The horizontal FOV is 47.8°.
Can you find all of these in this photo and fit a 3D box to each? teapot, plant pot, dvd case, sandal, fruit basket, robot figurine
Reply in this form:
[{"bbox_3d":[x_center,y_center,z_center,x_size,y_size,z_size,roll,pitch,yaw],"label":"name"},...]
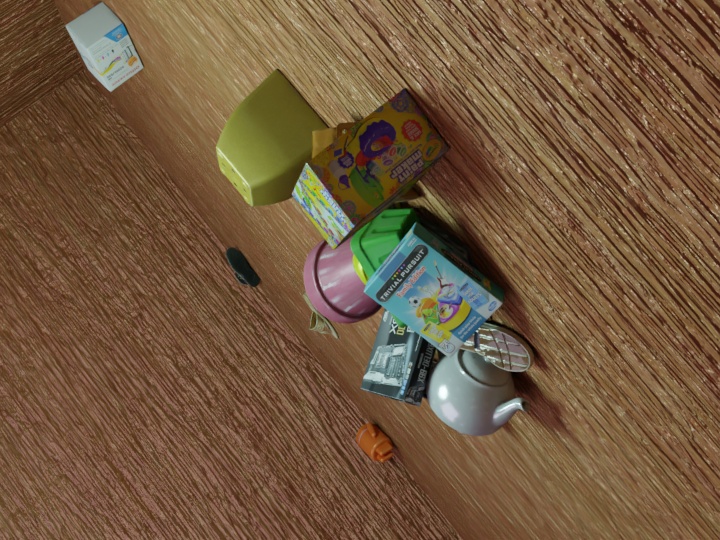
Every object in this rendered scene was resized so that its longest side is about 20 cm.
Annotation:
[{"bbox_3d":[0.231,0.218,1.635,0.197,0.198,0.148,21,122,0],"label":"teapot"},{"bbox_3d":[0.000,0.000,1.758,0.201,0.200,0.178,53,147,-6],"label":"plant pot"},{"bbox_3d":[0.171,-0.006,1.535,0.148,0.016,0.202,40,161,42],"label":"dvd case"},{"bbox_3d":[-0.161,0.178,2.894,0.213,0.069,0.077,58,164,-23],"label":"sandal"},{"bbox_3d":[0.047,-0.008,1.539,0.212,0.156,0.219,14,130,17],"label":"fruit basket"},{"bbox_3d":[-0.191,-0.252,1.701,0.196,0.199,0.195,50,166,9],"label":"plant pot"},{"bbox_3d":[0.058,0.722,3.431,0.143,0.118,0.199,36,179,-43],"label":"robot figurine"}]

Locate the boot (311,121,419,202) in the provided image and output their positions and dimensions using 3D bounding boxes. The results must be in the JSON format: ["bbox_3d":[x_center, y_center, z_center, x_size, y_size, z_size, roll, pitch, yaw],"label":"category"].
[{"bbox_3d":[0.007,-0.193,1.460,0.071,0.197,0.147,-14,-75,-83],"label":"boot"}]

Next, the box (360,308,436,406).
[{"bbox_3d":[0.089,0.169,1.698,0.049,0.204,0.157,24,169,-33],"label":"box"}]

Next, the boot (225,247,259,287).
[{"bbox_3d":[-0.536,-0.010,3.580,0.205,0.073,0.153,52,161,-14],"label":"boot"}]

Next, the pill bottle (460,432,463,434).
[{"bbox_3d":[0.210,0.285,1.934,0.200,0.104,0.105,44,164,30],"label":"pill bottle"}]

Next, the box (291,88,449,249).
[{"bbox_3d":[0.011,-0.156,1.304,0.123,0.199,0.193,51,165,-1],"label":"box"}]

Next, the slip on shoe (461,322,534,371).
[{"bbox_3d":[0.252,0.136,1.550,0.198,0.060,0.078,13,109,43],"label":"slip on shoe"}]

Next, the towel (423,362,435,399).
[{"bbox_3d":[0.194,0.263,1.769,0.190,0.035,0.200,26,-167,5],"label":"towel"}]

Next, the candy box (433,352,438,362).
[{"bbox_3d":[0.140,0.118,1.850,0.201,0.056,0.116,56,164,-19],"label":"candy box"}]

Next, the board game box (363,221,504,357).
[{"bbox_3d":[0.128,0.037,1.423,0.199,0.151,0.047,36,-151,-7],"label":"board game box"}]

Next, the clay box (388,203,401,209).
[{"bbox_3d":[0.027,-0.143,1.589,0.115,0.047,0.201,39,161,39],"label":"clay box"}]

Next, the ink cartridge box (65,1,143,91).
[{"bbox_3d":[-0.827,-0.724,2.642,0.145,0.147,0.201,44,164,25],"label":"ink cartridge box"}]
